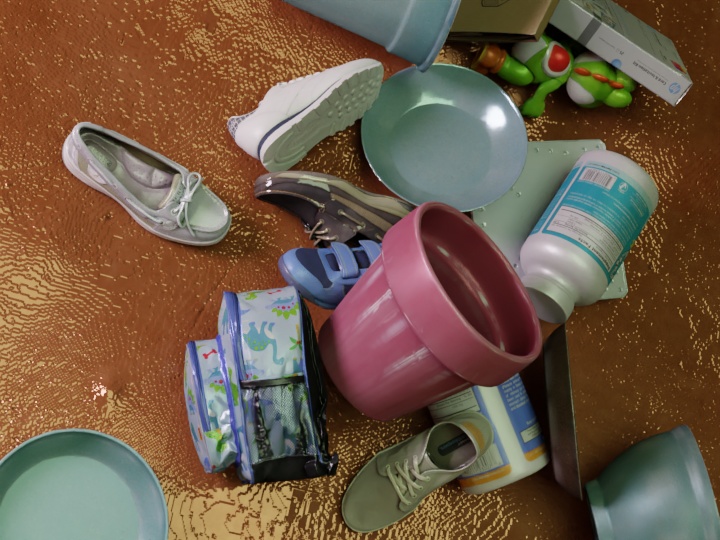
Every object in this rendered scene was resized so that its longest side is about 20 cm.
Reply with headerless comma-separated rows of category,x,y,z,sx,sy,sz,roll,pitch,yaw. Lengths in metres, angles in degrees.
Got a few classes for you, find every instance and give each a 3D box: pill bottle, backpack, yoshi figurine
pill bottle,0.260,-0.036,1.570,0.111,0.111,0.201,39,69,-10
backpack,-0.110,0.120,1.386,0.146,0.183,0.202,-4,83,-9
pill bottle,0.130,0.142,1.513,0.111,0.112,0.201,-21,87,-23
yoshi figurine,0.241,-0.249,1.655,0.199,0.113,0.112,21,38,-4

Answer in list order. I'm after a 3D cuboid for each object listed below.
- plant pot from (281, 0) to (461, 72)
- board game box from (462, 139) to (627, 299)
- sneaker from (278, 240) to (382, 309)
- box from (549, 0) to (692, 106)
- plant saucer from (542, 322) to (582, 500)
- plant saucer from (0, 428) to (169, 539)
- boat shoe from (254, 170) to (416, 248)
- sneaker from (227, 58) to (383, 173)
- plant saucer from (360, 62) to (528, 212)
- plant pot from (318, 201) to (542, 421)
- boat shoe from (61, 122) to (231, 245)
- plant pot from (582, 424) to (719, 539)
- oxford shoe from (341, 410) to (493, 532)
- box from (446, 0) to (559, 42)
plant pot,0.013,-0.354,1.529,0.195,0.200,0.202,17,74,-8
board game box,0.223,-0.058,1.633,0.198,0.026,0.202,-4,81,-21
sneaker,0.000,0.000,1.482,0.199,0.082,0.074,11,40,-35
box,0.311,-0.298,1.654,0.199,0.041,0.156,29,26,-14
plant saucer,0.230,0.161,1.520,0.032,0.200,0.202,-4,80,9
plant saucer,-0.297,0.264,1.366,0.198,0.036,0.202,4,78,-20
boat shoe,-0.027,-0.060,1.511,0.199,0.074,0.074,15,76,-17
sneaker,-0.058,-0.194,1.523,0.199,0.077,0.080,-35,54,-27
plant saucer,0.097,-0.151,1.576,0.199,0.039,0.203,2,66,-5
plant pot,0.061,0.058,1.392,0.200,0.179,0.201,39,28,-25
boat shoe,-0.228,-0.094,1.444,0.201,0.065,0.075,34,70,-12
plant pot,0.333,0.290,1.536,0.133,0.200,0.202,-12,84,4
oxford shoe,0.056,0.220,1.452,0.199,0.058,0.075,-36,86,15
box,0.188,-0.359,1.610,0.021,0.163,0.201,46,64,-40
